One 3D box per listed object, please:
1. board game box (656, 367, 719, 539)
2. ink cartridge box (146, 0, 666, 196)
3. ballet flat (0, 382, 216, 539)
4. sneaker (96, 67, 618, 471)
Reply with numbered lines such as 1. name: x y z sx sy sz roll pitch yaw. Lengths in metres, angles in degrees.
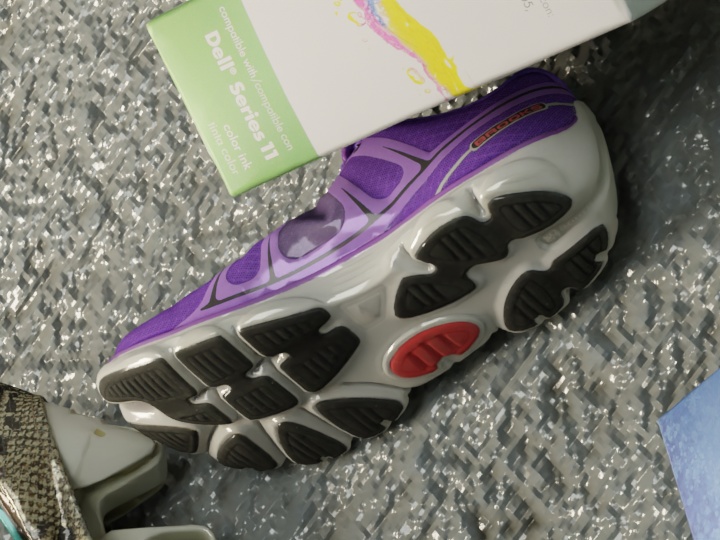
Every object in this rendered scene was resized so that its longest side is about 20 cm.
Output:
1. board game box: 0.177 0.081 0.809 0.199 0.043 0.201 -47 48 44
2. ink cartridge box: 0.045 -0.101 0.964 0.199 0.117 0.068 -23 97 32
3. ballet flat: -0.087 0.104 1.048 0.075 0.068 0.201 -29 61 1
4. sneaker: 0.000 0.000 1.015 0.199 0.081 0.084 -28 42 20
